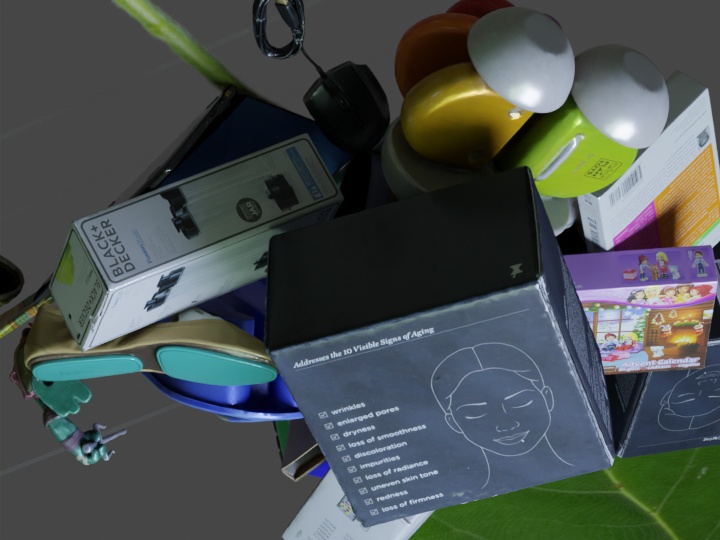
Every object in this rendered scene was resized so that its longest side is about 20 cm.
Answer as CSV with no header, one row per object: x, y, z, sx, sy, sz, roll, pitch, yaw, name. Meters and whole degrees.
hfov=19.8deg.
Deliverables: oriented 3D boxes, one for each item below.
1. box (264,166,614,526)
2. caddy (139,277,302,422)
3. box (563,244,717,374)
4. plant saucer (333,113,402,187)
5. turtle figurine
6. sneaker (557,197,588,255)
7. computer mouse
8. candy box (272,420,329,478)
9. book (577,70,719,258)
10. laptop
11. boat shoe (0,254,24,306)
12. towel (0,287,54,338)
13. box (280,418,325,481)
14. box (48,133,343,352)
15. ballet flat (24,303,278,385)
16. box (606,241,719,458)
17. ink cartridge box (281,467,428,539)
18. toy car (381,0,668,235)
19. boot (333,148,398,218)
0.058,0.058,1.476,0.199,0.124,0.197,-15,133,12,box
-0.107,0.069,1.692,0.140,0.200,0.106,5,103,-27,caddy
0.188,0.038,1.699,0.198,0.039,0.137,-4,146,2,box
0.003,-0.065,1.687,0.070,0.019,0.200,15,139,-36,plant saucer
-0.238,0.083,1.699,0.100,0.151,0.200,5,168,-7,turtle figurine
0.172,-0.015,1.757,0.074,0.089,0.200,-21,148,10,sneaker
-0.026,-0.145,1.527,0.059,0.034,0.200,-38,142,3,computer mouse
0.043,0.127,1.937,0.168,0.077,0.200,18,135,-39,candy box
0.239,-0.053,1.697,0.134,0.048,0.200,-45,150,-17,book
-0.122,-0.040,1.595,0.116,0.200,0.187,43,127,-8,laptop
-0.347,-0.006,1.608,0.059,0.072,0.200,-26,150,27,boat shoe
-0.314,0.059,1.671,0.199,0.018,0.086,-35,-174,0,towel
0.001,0.061,1.714,0.021,0.201,0.163,34,129,-23,box
-0.122,-0.021,1.520,0.199,0.060,0.117,-23,164,-25,box
-0.157,0.049,1.571,0.198,0.063,0.069,1,155,1,ballet flat
0.331,0.064,1.895,0.198,0.125,0.197,-7,146,-9,box
0.032,0.179,1.770,0.200,0.084,0.176,-40,169,-44,ink cartridge box
0.112,-0.127,1.507,0.199,0.151,0.175,16,135,-30,toy car
0.000,0.000,1.630,0.097,0.201,0.075,31,167,-34,boot
